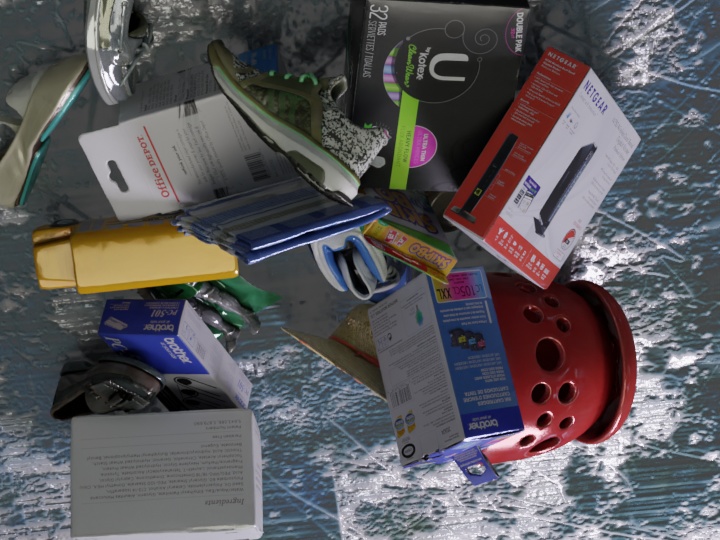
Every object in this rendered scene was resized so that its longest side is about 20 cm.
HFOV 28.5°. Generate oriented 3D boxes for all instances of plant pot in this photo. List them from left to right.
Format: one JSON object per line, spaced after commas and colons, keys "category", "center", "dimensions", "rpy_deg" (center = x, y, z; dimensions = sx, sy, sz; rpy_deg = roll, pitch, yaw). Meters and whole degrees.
{"category": "plant pot", "center": [0.178, 0.098, 1.507], "dimensions": [0.182, 0.201, 0.201], "rpy_deg": [-4, 133, -22]}

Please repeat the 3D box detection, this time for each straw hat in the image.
{"category": "straw hat", "center": [0.017, 0.083, 1.528], "dimensions": [0.201, 0.201, 0.085], "rpy_deg": [38, 84, -31]}

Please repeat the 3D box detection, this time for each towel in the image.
{"category": "towel", "center": [-0.076, -0.048, 1.301], "dimensions": [0.146, 0.200, 0.024], "rpy_deg": [-19, 107, -22]}

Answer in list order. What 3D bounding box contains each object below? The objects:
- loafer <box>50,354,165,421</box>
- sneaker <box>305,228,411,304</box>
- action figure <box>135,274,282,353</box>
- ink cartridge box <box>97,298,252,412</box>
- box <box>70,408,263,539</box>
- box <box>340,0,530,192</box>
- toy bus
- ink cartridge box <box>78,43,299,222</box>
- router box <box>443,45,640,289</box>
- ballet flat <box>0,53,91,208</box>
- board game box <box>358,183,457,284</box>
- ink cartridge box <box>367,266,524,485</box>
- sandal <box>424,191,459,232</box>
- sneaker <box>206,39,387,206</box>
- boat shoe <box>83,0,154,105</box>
{"category": "loafer", "center": [-0.273, 0.134, 1.521], "dimensions": [0.072, 0.063, 0.200], "rpy_deg": [36, 156, -26]}
{"category": "sneaker", "center": [0.000, 0.000, 1.439], "dimensions": [0.080, 0.147, 0.200], "rpy_deg": [-18, 130, 11]}
{"category": "action figure", "center": [-0.196, 0.012, 1.498], "dimensions": [0.200, 0.055, 0.118], "rpy_deg": [37, 122, -26]}
{"category": "ink cartridge box", "center": [-0.195, 0.096, 1.523], "dimensions": [0.094, 0.044, 0.200], "rpy_deg": [0, 150, 19]}
{"category": "box", "center": [-0.210, 0.234, 1.576], "dimensions": [0.199, 0.131, 0.199], "rpy_deg": [-3, 167, -2]}
{"category": "box", "center": [0.061, -0.187, 1.300], "dimensions": [0.148, 0.125, 0.201], "rpy_deg": [2, 129, -6]}
{"category": "toy bus", "center": [-0.224, -0.019, 1.410], "dimensions": [0.199, 0.078, 0.065], "rpy_deg": [-6, 105, -6]}
{"category": "ink cartridge box", "center": [-0.157, -0.130, 1.366], "dimensions": [0.199, 0.068, 0.116], "rpy_deg": [-14, 129, 7]}
{"category": "router box", "center": [0.174, -0.090, 1.329], "dimensions": [0.180, 0.049, 0.200], "rpy_deg": [-58, 152, 1]}
{"category": "ballet flat", "center": [-0.317, -0.140, 1.350], "dimensions": [0.069, 0.070, 0.200], "rpy_deg": [21, 126, -22]}
{"category": "board game box", "center": [0.030, -0.061, 1.355], "dimensions": [0.095, 0.200, 0.030], "rpy_deg": [26, 114, -24]}
{"category": "ink cartridge box", "center": [0.084, 0.112, 1.393], "dimensions": [0.076, 0.201, 0.136], "rpy_deg": [-4, 164, -27]}
{"category": "sandal", "center": [0.143, -0.097, 1.427], "dimensions": [0.200, 0.055, 0.082], "rpy_deg": [-35, 125, 19]}
{"category": "sneaker", "center": [-0.053, -0.146, 1.251], "dimensions": [0.089, 0.200, 0.077], "rpy_deg": [-45, 164, -4]}
{"category": "boat shoe", "center": [-0.211, -0.239, 1.267], "dimensions": [0.064, 0.075, 0.203], "rpy_deg": [4, 124, -2]}
